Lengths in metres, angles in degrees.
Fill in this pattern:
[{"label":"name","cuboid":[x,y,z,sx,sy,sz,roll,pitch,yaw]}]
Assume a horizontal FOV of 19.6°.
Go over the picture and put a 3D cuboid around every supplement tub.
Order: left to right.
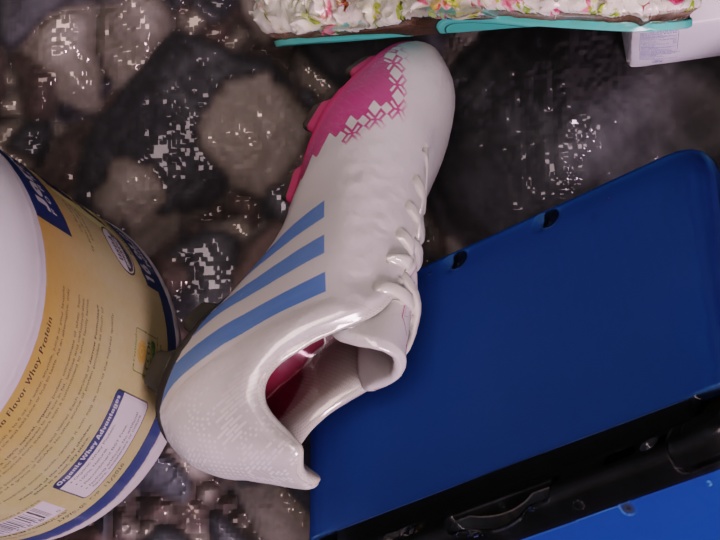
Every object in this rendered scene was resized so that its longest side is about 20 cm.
[{"label":"supplement tub","cuboid":[-0.164,0.020,0.774,0.144,0.200,0.145,-5,74,16]}]

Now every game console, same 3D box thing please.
[{"label":"game console","cuboid":[0.083,0.080,0.795,0.200,0.118,0.171,-25,110,34]}]

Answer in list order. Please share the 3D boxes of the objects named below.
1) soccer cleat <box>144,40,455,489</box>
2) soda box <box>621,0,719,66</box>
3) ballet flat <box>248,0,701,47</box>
[{"label":"soccer cleat","cuboid":[0.000,0.000,0.812,0.086,0.070,0.200,18,66,35]},{"label":"soda box","cuboid":[0.201,-0.133,0.831,0.200,0.064,0.068,-7,82,5]},{"label":"ballet flat","cuboid":[0.036,-0.121,0.809,0.200,0.076,0.064,2,102,34]}]
